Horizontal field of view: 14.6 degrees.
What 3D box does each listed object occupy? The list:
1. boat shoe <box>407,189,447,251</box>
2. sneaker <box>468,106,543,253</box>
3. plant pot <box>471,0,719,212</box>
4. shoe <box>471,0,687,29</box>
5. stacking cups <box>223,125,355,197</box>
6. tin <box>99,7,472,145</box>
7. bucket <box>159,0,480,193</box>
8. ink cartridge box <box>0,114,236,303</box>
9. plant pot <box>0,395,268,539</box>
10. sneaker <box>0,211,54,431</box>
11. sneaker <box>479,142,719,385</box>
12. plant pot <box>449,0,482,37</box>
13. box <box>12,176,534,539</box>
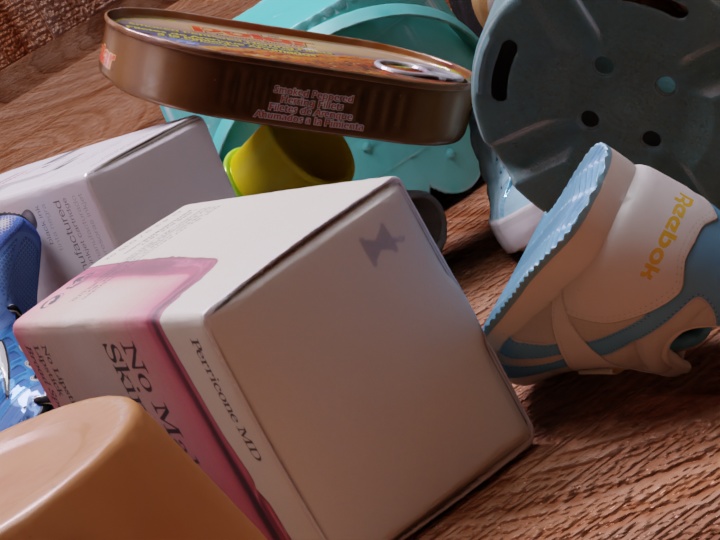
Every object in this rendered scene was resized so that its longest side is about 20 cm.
[{"bbox_3d":[0.000,0.000,1.428,0.070,0.071,0.200,-23,6,21],"label":"boat shoe"},{"bbox_3d":[0.084,-0.066,1.463,0.074,0.082,0.200,-31,11,4],"label":"sneaker"},{"bbox_3d":[0.150,-0.124,1.350,0.200,0.200,0.196,-21,23,31],"label":"plant pot"},{"bbox_3d":[0.136,-0.142,1.537,0.053,0.070,0.200,10,0,41],"label":"shoe"},{"bbox_3d":[-0.087,-0.013,1.547,0.200,0.061,0.061,-42,3,33],"label":"stacking cups"},{"bbox_3d":[-0.037,-0.100,1.459,0.200,0.042,0.112,7,18,-17],"label":"tin"},{"bbox_3d":[-0.018,-0.097,1.681,0.207,0.135,0.207,-28,13,7],"label":"bucket"},{"bbox_3d":[-0.136,0.014,1.469,0.083,0.147,0.200,-30,11,-36],"label":"ink cartridge box"},{"bbox_3d":[-0.101,0.135,0.949,0.200,0.140,0.200,-26,12,6],"label":"plant pot"},{"bbox_3d":[-0.164,0.065,1.361,0.089,0.200,0.079,-10,-25,20],"label":"sneaker"},{"bbox_3d":[0.100,0.014,1.149,0.077,0.081,0.200,-62,1,-14],"label":"sneaker"},{"bbox_3d":[0.149,-0.296,2.013,0.200,0.178,0.200,-20,16,29],"label":"plant pot"},{"bbox_3d":[-0.042,0.046,1.196,0.109,0.128,0.200,-35,14,-25],"label":"box"}]
